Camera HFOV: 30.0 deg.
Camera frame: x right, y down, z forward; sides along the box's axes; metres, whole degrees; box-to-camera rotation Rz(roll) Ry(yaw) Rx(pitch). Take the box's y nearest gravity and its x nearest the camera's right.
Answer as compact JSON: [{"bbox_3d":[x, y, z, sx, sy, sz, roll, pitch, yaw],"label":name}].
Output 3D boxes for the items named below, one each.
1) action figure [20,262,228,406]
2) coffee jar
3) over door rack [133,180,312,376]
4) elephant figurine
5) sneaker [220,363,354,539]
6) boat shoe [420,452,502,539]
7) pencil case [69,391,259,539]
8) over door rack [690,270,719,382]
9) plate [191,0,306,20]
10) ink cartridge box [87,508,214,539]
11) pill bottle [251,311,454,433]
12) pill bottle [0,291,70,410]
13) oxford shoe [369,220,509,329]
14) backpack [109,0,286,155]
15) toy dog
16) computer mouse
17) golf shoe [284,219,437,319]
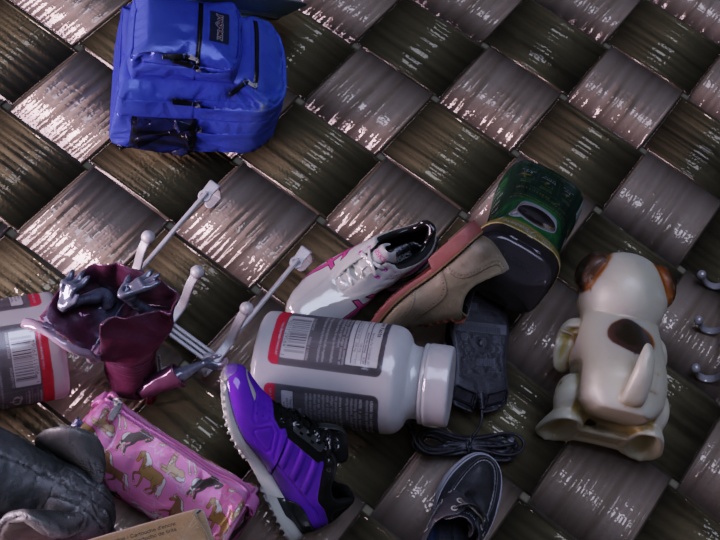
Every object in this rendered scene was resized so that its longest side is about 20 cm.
[{"bbox_3d":[-0.226,0.084,1.327,0.133,0.201,0.149,27,56,22],"label":"action figure"},{"bbox_3d":[0.185,-0.039,1.527,0.104,0.086,0.200,30,36,2],"label":"coffee jar"},{"bbox_3d":[-0.163,-0.002,1.464,0.147,0.067,0.200,35,58,9],"label":"over door rack"},{"bbox_3d":[-0.291,0.209,1.258,0.198,0.155,0.143,9,91,8],"label":"elephant figurine"},{"bbox_3d":[-0.065,0.166,1.321,0.099,0.201,0.070,-23,22,5],"label":"sneaker"},{"bbox_3d":[0.094,0.264,1.356,0.070,0.066,0.200,38,60,0],"label":"boat shoe"},{"bbox_3d":[-0.195,0.202,1.325,0.199,0.087,0.083,32,67,6],"label":"pencil case"},{"bbox_3d":[0.452,0.027,1.514,0.066,0.200,0.149,30,54,-23],"label":"over door rack"},{"bbox_3d":[-0.164,-0.323,1.628,0.198,0.200,0.026,4,97,-10],"label":"plate"},{"bbox_3d":[-0.229,0.304,1.208,0.198,0.165,0.075,-13,59,-20],"label":"ink cartridge box"},{"bbox_3d":[-0.006,0.107,1.380,0.198,0.111,0.111,7,56,9],"label":"pill bottle"},{"bbox_3d":[-0.397,0.090,1.337,0.198,0.111,0.111,-9,61,-18],"label":"pill bottle"},{"bbox_3d":[0.075,0.039,1.441,0.075,0.200,0.070,46,25,4],"label":"oxford shoe"},{"bbox_3d":[-0.182,-0.223,1.550,0.198,0.168,0.164,7,63,-14],"label":"backpack"},{"bbox_3d":[0.272,0.077,1.453,0.138,0.194,0.201,8,63,7],"label":"toy dog"},{"bbox_3d":[0.099,0.115,1.473,0.139,0.046,0.202,1,70,-17],"label":"computer mouse"},{"bbox_3d":[0.000,0.000,1.494,0.199,0.092,0.073,-30,70,-25],"label":"golf shoe"}]
